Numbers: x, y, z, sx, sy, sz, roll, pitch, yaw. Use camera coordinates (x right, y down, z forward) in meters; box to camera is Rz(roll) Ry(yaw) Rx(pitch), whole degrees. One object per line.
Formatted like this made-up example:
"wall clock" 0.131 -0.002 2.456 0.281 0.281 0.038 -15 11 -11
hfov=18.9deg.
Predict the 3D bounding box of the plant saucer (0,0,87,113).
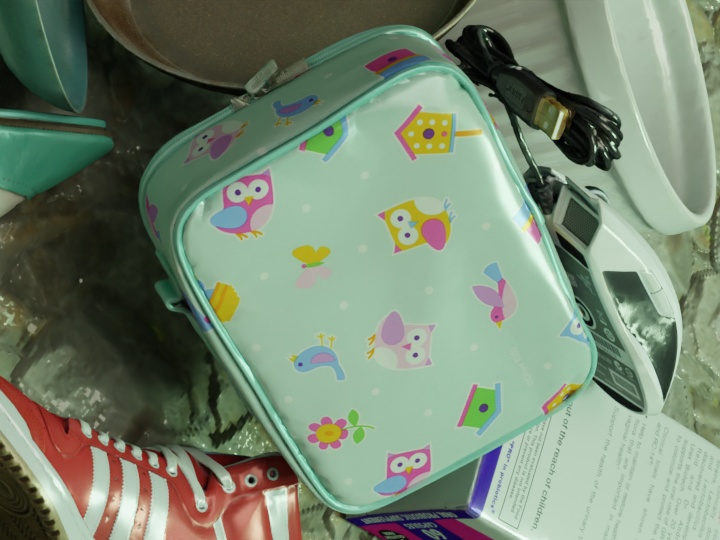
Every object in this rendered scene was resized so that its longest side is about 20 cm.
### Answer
"plant saucer" -0.148 -0.165 0.925 0.027 0.200 0.201 -9 87 -1

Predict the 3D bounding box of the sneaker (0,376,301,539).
"sneaker" -0.103 0.090 0.965 0.113 0.071 0.200 -49 119 -28

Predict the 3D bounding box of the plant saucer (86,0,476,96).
"plant saucer" -0.032 -0.148 1.015 0.200 0.200 0.032 -53 154 -31

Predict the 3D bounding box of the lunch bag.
"lunch bag" 0.000 0.000 0.941 0.160 0.077 0.200 -29 121 -1

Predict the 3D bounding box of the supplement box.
"supplement box" 0.107 0.118 1.099 0.200 0.101 0.104 30 65 -29

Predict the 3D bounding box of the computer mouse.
"computer mouse" 0.105 -0.019 0.987 0.044 0.110 0.200 -36 126 -15

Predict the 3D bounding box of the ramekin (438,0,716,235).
"ramekin" 0.100 -0.106 1.089 0.200 0.105 0.201 -14 90 -69

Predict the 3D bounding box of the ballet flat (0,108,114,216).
"ballet flat" -0.202 -0.041 0.921 0.200 0.067 0.071 6 84 -30
